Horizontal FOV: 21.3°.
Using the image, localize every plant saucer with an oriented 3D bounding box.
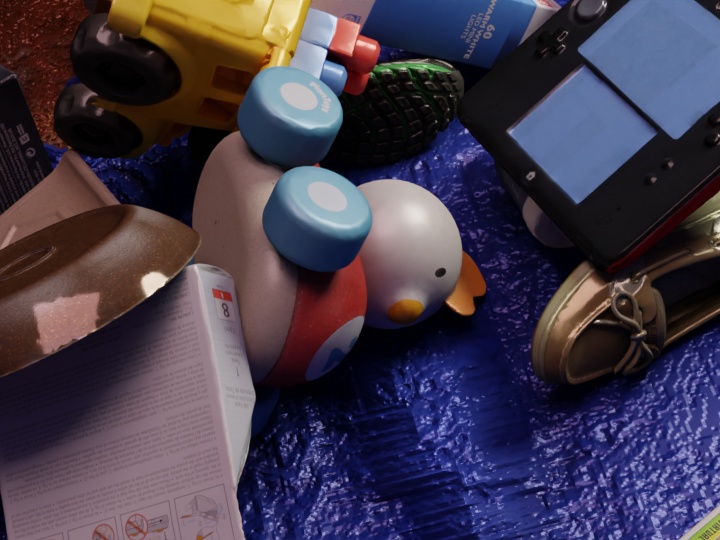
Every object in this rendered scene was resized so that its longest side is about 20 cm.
[{"bbox_3d":[-0.190,0.010,1.118,0.199,0.037,0.201,-24,16,7],"label":"plant saucer"}]

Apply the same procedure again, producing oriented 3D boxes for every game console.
[{"bbox_3d":[0.170,-0.108,1.204,0.176,0.031,0.200,-38,44,0],"label":"game console"}]

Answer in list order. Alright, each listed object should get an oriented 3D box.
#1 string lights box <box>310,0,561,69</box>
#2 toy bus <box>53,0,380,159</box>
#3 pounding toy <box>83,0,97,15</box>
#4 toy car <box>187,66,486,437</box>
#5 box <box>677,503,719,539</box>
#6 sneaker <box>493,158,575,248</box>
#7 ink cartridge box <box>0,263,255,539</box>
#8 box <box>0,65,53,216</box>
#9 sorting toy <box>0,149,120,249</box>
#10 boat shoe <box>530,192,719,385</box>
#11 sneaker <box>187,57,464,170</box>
[{"bbox_3d":[0.039,-0.199,1.362,0.199,0.059,0.103,6,29,-40],"label":"string lights box"},{"bbox_3d":[-0.092,-0.141,1.265,0.191,0.200,0.137,19,61,-10],"label":"toy bus"},{"bbox_3d":[-0.133,-0.261,1.503,0.198,0.142,0.185,3,60,18],"label":"pounding toy"},{"bbox_3d":[0.000,0.000,1.201,0.198,0.185,0.178,9,42,-24],"label":"toy car"},{"bbox_3d":[0.264,0.148,1.058,0.199,0.035,0.110,-35,49,-23],"label":"box"},{"bbox_3d":[0.184,-0.104,1.296,0.199,0.081,0.147,-18,48,1],"label":"sneaker"},{"bbox_3d":[-0.131,0.114,1.102,0.161,0.050,0.202,-18,76,23],"label":"ink cartridge box"},{"bbox_3d":[-0.345,-0.079,1.344,0.182,0.105,0.200,-34,39,-24],"label":"box"},{"bbox_3d":[-0.215,0.039,1.234,0.200,0.036,0.185,-43,49,-1],"label":"sorting toy"},{"bbox_3d":[0.192,0.015,1.183,0.200,0.074,0.063,-27,41,-26],"label":"boat shoe"},{"bbox_3d":[-0.025,-0.127,1.365,0.198,0.078,0.086,-6,43,7],"label":"sneaker"}]
